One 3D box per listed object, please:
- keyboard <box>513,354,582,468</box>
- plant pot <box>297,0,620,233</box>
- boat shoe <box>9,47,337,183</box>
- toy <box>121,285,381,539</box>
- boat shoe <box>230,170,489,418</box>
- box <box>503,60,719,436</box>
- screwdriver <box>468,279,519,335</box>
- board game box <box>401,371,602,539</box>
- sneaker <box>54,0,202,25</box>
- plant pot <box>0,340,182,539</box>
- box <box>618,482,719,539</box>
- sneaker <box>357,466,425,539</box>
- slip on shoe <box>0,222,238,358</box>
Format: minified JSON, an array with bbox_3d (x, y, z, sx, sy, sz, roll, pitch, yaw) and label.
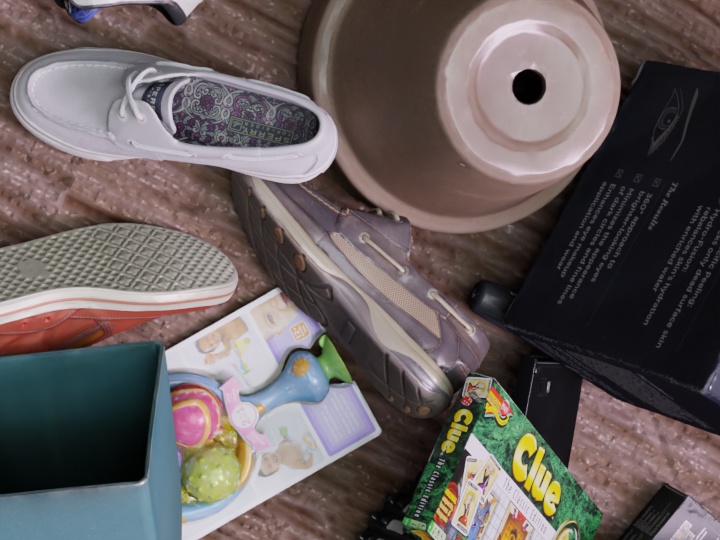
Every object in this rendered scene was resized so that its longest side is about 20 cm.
[{"bbox_3d":[0.093,0.152,1.616,0.127,0.021,0.200,6,94,-58],"label":"keyboard"},{"bbox_3d":[0.077,-0.117,1.534,0.200,0.175,0.200,-2,96,-15],"label":"plant pot"},{"bbox_3d":[-0.113,-0.095,1.518,0.200,0.069,0.072,17,78,4],"label":"boat shoe"},{"bbox_3d":[-0.095,0.102,1.579,0.200,0.047,0.115,-30,97,-11],"label":"toy"},{"bbox_3d":[0.000,0.000,1.572,0.073,0.074,0.200,-39,86,-22],"label":"boat shoe"},{"bbox_3d":[0.224,-0.008,1.551,0.117,0.200,0.197,34,81,-34],"label":"box"},{"bbox_3d":[0.159,0.053,1.650,0.200,0.029,0.028,24,91,-15],"label":"screwdriver"},{"bbox_3d":[0.091,0.153,1.574,0.200,0.023,0.105,49,57,-51],"label":"board game box"},{"bbox_3d":[-0.159,-0.213,1.509,0.199,0.081,0.115,39,84,-17],"label":"sneaker"},{"bbox_3d":[-0.173,0.169,1.500,0.141,0.141,0.200,-6,121,4],"label":"plant pot"},{"bbox_3d":[0.201,0.268,1.679,0.160,0.044,0.200,40,86,-15],"label":"box"},{"bbox_3d":[0.030,0.215,1.621,0.090,0.066,0.200,39,79,-30],"label":"sneaker"},{"bbox_3d":[-0.173,0.018,1.548,0.200,0.074,0.061,-10,134,-19],"label":"slip on shoe"}]
